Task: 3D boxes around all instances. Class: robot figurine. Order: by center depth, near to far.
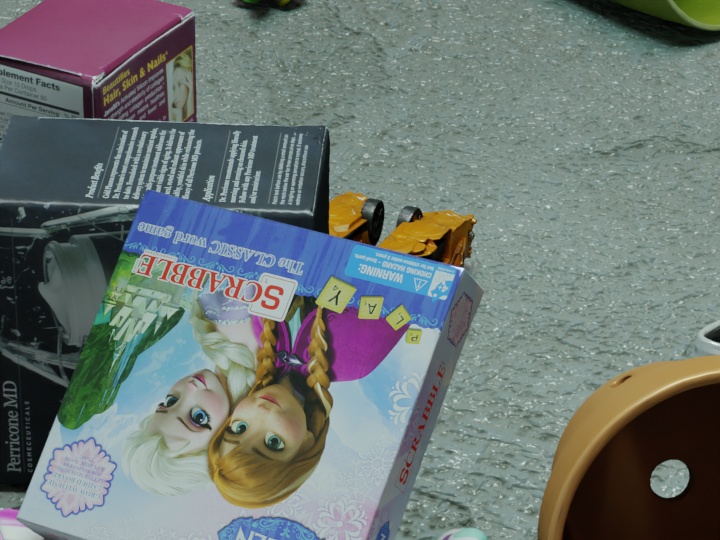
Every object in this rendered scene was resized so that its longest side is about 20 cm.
[{"bbox_3d":[0.000,0.000,1.746,0.145,0.058,0.200,11,22,19],"label":"robot figurine"}]

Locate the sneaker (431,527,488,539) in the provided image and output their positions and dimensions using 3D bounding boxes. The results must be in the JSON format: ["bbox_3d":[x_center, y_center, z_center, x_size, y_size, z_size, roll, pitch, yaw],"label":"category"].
[{"bbox_3d":[0.020,0.206,1.393,0.140,0.078,0.200,-16,19,-7],"label":"sneaker"}]

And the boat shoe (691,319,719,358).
[{"bbox_3d":[0.293,0.040,1.700,0.200,0.065,0.074,-24,37,-36],"label":"boat shoe"}]

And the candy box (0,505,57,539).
[{"bbox_3d":[-0.187,0.191,1.428,0.200,0.061,0.136,-13,33,-22],"label":"candy box"}]

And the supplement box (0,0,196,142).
[{"bbox_3d":[-0.181,-0.070,1.747,0.103,0.200,0.131,15,32,23],"label":"supplement box"}]

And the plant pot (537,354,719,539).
[{"bbox_3d":[0.185,0.133,1.430,0.200,0.200,0.140,-3,13,-7],"label":"plant pot"}]

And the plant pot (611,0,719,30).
[{"bbox_3d":[0.227,-0.301,2.217,0.187,0.187,0.200,-26,24,-38],"label":"plant pot"}]

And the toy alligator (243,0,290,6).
[{"bbox_3d":[-0.069,-0.271,2.257,0.054,0.059,0.200,-31,15,30],"label":"toy alligator"}]

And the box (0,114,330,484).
[{"bbox_3d":[-0.120,0.021,1.588,0.196,0.200,0.124,3,29,4],"label":"box"}]

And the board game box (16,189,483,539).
[{"bbox_3d":[-0.060,0.072,1.411,0.200,0.041,0.200,13,75,24],"label":"board game box"}]
